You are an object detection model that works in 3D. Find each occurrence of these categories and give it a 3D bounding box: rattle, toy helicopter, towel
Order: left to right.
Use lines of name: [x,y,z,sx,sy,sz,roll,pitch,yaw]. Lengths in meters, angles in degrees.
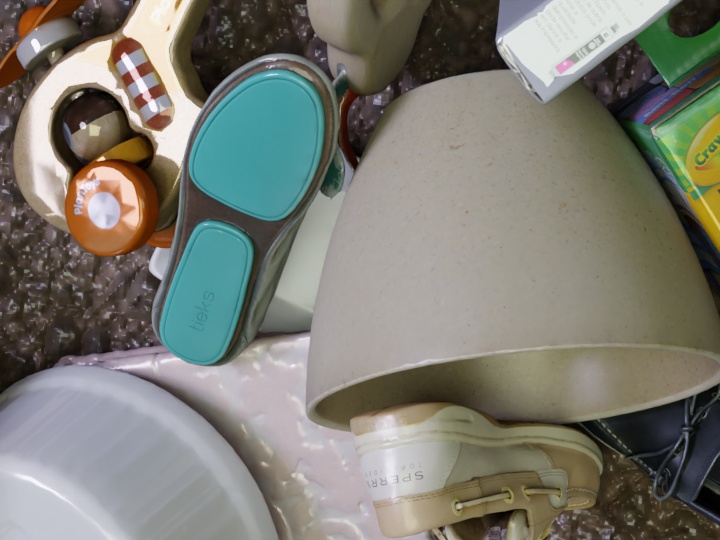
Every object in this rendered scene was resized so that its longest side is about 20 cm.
toy helicopter: [-0.112,-0.112,1.096,0.132,0.079,0.201,34,106,17]
towel: [-0.053,0.128,1.166,0.189,0.032,0.202,-9,104,15]
rattle: [-0.028,-0.148,1.081,0.142,0.130,0.201,19,122,5]

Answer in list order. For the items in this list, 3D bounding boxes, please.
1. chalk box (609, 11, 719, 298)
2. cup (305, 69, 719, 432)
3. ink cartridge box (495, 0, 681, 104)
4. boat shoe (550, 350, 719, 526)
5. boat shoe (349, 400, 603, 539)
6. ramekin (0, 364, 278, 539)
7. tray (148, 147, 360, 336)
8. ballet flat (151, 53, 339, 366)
chalk box: [0.202,-0.059,1.051,0.124,0.124,0.201,-35,99,1]
cup: [0.066,-0.011,1.046,0.198,0.200,0.145,-8,76,7]
ink cartridge box: [0.150,-0.164,1.003,0.199,0.196,0.043,-35,100,13]
boat shoe: [0.175,0.084,1.118,0.199,0.062,0.075,36,101,13]
boat shoe: [0.060,0.110,1.083,0.073,0.199,0.070,-13,73,32]
ramekin: [-0.147,0.159,1.128,0.199,0.098,0.202,10,113,24]
tray: [0.000,0.000,1.148,0.199,0.022,0.108,29,104,-2]
ballet flat: [-0.054,-0.038,1.071,0.067,0.064,0.201,25,130,2]
